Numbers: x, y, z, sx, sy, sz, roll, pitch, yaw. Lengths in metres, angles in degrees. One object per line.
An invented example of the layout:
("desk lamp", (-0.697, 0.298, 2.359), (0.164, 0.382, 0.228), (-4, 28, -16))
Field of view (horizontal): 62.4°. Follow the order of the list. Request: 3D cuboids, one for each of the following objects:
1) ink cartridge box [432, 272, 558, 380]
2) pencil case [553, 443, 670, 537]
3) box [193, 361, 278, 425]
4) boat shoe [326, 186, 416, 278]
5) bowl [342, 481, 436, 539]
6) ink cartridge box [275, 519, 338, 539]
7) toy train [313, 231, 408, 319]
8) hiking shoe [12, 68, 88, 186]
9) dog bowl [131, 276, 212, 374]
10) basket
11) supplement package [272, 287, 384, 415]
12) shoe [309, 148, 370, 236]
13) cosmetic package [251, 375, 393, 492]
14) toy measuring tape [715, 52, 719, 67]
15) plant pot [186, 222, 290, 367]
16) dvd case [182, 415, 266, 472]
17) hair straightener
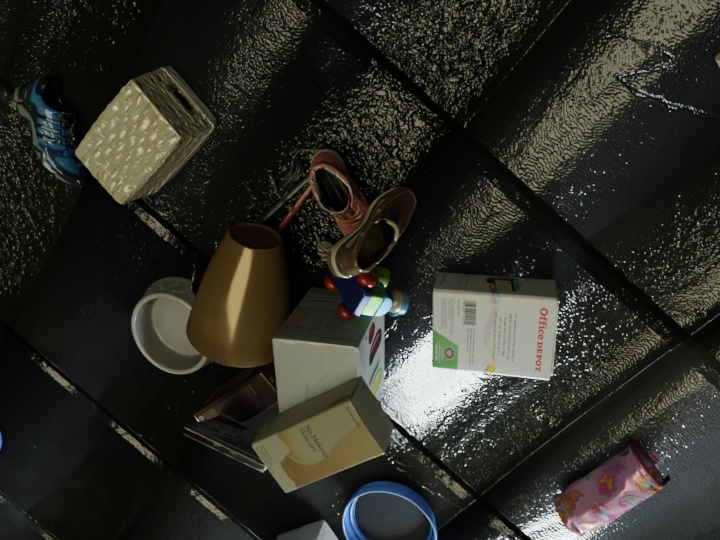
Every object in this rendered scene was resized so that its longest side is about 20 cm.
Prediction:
("ink cartridge box", (0.222, 0.090, 0.992), (0.196, 0.084, 0.147), (4, 112, 15))
("pencil case", (0.439, 0.389, 1.053), (0.087, 0.088, 0.200), (40, 115, -3))
("box", (-0.223, 0.244, 1.175), (0.199, 0.100, 0.075), (-35, 99, 26))
("boat shoe", (0.037, -0.060, 0.923), (0.074, 0.203, 0.075), (-3, 130, 51))
("bowl", (0.061, 0.525, 1.230), (0.197, 0.039, 0.204), (6, 113, 14))
("ink cartridge box", (-0.093, 0.673, 1.316), (0.145, 0.084, 0.202), (-27, 103, 24))
("toy train", (0.000, 0.000, 1.020), (0.114, 0.201, 0.085), (12, 122, -34))
("hiking shoe", (-0.552, -0.252, 1.083), (0.086, 0.074, 0.202), (-20, 105, 23))
("dog bowl", (-0.367, 0.117, 1.188), (0.196, 0.059, 0.204), (6, 113, 14))
("basket", (-0.367, -0.227, 1.013), (0.199, 0.124, 0.136), (-38, 99, 25))
("supplement package", (-0.046, 0.161, 1.034), (0.144, 0.200, 0.195), (4, 113, 13))
("shoe", (-0.022, -0.098, 0.969), (0.071, 0.091, 0.202), (-26, 112, 14))
("cosmetic package", (-0.059, 0.257, 0.925), (0.198, 0.071, 0.106), (-30, 101, 24))
("toy measuring tape", (0.555, -0.327, 0.749), (0.198, 0.074, 0.074), (-17, 107, 40))
("plant pot", (-0.196, 0.027, 1.025), (0.184, 0.187, 0.203), (20, 118, 7))
("dvd case", (-0.212, 0.297, 1.040), (0.147, 0.200, 0.016), (24, 84, 6))
("hair straightener", (-0.128, -0.138, 1.025), (0.077, 0.041, 0.200), (41, 116, -3))
